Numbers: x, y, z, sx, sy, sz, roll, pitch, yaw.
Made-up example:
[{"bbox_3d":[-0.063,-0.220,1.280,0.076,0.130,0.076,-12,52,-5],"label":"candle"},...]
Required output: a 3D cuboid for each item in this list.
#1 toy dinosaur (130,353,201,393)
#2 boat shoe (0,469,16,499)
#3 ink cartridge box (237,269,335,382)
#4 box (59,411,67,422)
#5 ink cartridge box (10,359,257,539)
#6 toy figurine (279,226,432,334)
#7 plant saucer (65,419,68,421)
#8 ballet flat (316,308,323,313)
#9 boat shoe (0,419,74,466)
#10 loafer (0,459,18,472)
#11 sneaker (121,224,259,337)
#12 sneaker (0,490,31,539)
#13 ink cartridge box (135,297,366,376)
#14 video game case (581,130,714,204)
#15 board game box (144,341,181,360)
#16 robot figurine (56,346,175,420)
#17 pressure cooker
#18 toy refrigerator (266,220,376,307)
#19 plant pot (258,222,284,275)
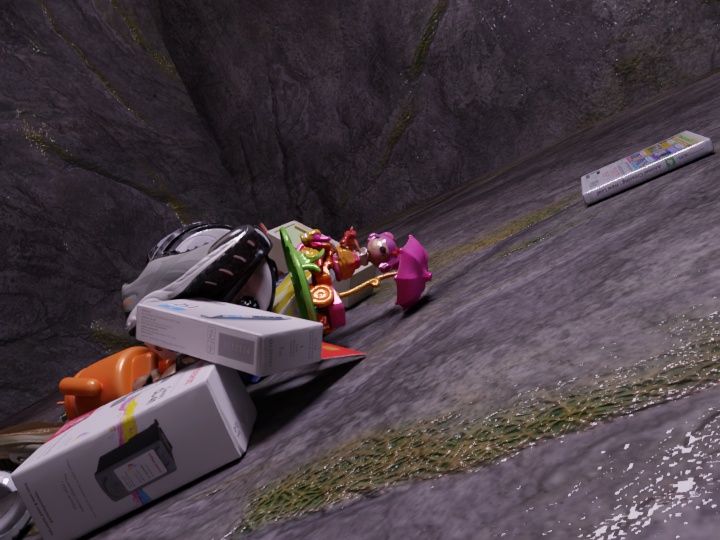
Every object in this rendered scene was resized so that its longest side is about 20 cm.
[{"bbox_3d":[-0.228,0.149,0.812,0.134,0.087,0.200,-28,-2,-13],"label":"toy dinosaur"},{"bbox_3d":[-0.486,0.289,0.850,0.198,0.073,0.071,-26,10,26],"label":"boat shoe"},{"bbox_3d":[-0.141,0.078,1.016,0.200,0.047,0.197,-50,16,-26],"label":"ink cartridge box"},{"bbox_3d":[-0.496,0.251,1.356,0.198,0.048,0.193,-27,8,-16],"label":"box"},{"bbox_3d":[-0.214,0.169,0.664,0.198,0.087,0.148,-27,7,-2],"label":"ink cartridge box"},{"bbox_3d":[0.000,0.000,0.890,0.181,0.152,0.201,-15,46,-10],"label":"toy figurine"},{"bbox_3d":[-0.502,0.283,1.147,0.198,0.036,0.200,-26,7,3],"label":"plant saucer"},{"bbox_3d":[-0.101,0.058,1.161,0.066,0.065,0.200,2,10,8],"label":"ballet flat"},{"bbox_3d":[-0.397,0.226,0.828,0.196,0.066,0.072,-7,0,4],"label":"boat shoe"},{"bbox_3d":[-0.426,0.256,0.909,0.197,0.077,0.068,-15,7,12],"label":"loafer"},{"bbox_3d":[-0.212,0.000,0.804,0.198,0.080,0.074,-33,-20,8],"label":"sneaker"},{"bbox_3d":[-0.427,0.276,0.673,0.073,0.083,0.199,-23,5,35],"label":"sneaker"},{"bbox_3d":[-0.118,0.065,0.736,0.198,0.046,0.175,8,7,36],"label":"ink cartridge box"},{"bbox_3d":[0.430,-0.161,1.022,0.180,0.022,0.200,-24,6,22],"label":"video game case"},{"bbox_3d":[-0.256,0.110,1.144,0.035,0.125,0.200,-61,-12,29],"label":"board game box"},{"bbox_3d":[-0.367,0.186,1.007,0.198,0.118,0.144,-23,7,26],"label":"robot figurine"},{"bbox_3d":[-0.210,0.024,0.938,0.176,0.179,0.199,2,-6,-26],"label":"pressure cooker"},{"bbox_3d":[-0.072,-0.018,1.167,0.198,0.071,0.075,27,35,30],"label":"toy refrigerator"},{"bbox_3d":[-0.222,0.043,1.332,0.194,0.202,0.201,-35,7,-6],"label":"plant pot"}]
